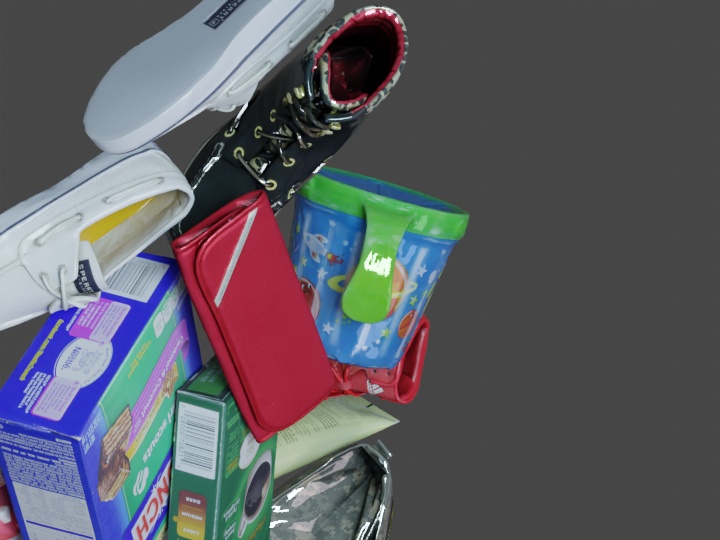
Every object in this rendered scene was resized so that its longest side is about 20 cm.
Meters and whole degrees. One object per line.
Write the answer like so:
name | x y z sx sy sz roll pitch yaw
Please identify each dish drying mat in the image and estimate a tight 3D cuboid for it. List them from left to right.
dish drying mat | -0.069 0.036 1.154 0.077 0.018 0.201 -37 135 -19

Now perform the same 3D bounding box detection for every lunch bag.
lunch bag | -0.039 0.233 1.433 0.200 0.118 0.164 -46 173 -5

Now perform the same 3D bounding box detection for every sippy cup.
sippy cup | 0.000 0.000 1.253 0.178 0.139 0.131 2 107 -59

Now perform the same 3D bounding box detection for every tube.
tube | -0.067 0.147 1.396 0.199 0.058 0.052 -22 163 -33

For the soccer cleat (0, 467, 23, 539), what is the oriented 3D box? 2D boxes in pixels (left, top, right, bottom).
soccer cleat | -0.259 0.192 1.257 0.076 0.067 0.200 -11 157 15

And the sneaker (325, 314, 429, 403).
sneaker | -0.030 0.084 1.339 0.200 0.115 0.078 -44 145 -5

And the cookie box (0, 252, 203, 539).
cookie box | -0.177 0.112 1.185 0.201 0.075 0.172 87 23 -46

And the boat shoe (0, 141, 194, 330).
boat shoe | -0.198 -0.008 1.113 0.200 0.070 0.071 -36 143 -16

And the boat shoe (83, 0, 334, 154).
boat shoe | -0.095 -0.139 1.107 0.200 0.072 0.066 -47 141 -16

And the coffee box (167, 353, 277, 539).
coffee box | -0.104 0.161 1.261 0.123 0.044 0.201 -47 146 -62

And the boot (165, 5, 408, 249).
boot | -0.052 -0.093 1.125 0.204 0.073 0.154 -48 -175 -12
